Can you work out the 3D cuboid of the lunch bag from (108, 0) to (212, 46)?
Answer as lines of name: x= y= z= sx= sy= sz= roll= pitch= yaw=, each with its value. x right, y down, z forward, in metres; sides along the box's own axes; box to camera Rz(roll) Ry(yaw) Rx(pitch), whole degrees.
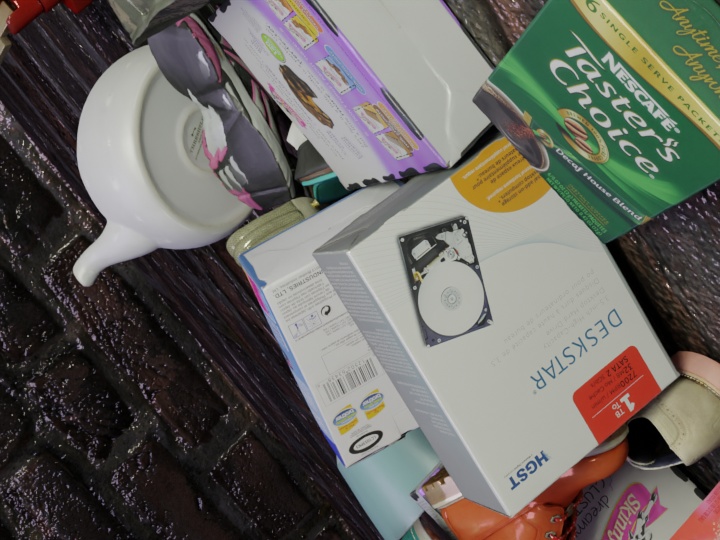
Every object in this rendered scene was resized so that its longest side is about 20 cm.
lunch bag: x=-0.127 y=-0.256 z=0.797 sx=0.165 sy=0.117 sz=0.200 roll=58 pitch=158 yaw=-8

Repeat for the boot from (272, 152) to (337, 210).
boot: x=-0.027 y=-0.027 z=1.220 sx=0.201 sy=0.070 sz=0.147 roll=59 pitch=-176 yaw=-33

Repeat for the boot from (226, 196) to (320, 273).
boot: x=0.000 y=0.000 z=1.072 sx=0.155 sy=0.198 sz=0.073 roll=52 pitch=142 yaw=34

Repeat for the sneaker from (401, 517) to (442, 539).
sneaker: x=0.049 y=0.264 z=1.035 sx=0.071 sy=0.080 sz=0.200 roll=42 pitch=168 yaw=18

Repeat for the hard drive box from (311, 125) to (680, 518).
hard drive box: x=0.089 y=0.028 z=0.816 sx=0.201 sy=0.155 sz=0.077 roll=57 pitch=163 yaw=-12

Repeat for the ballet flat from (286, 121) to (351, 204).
ballet flat: x=-0.032 y=-0.100 z=1.054 sx=0.200 sy=0.067 sz=0.069 roll=147 pitch=100 yaw=-81

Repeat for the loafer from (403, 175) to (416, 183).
loafer: x=0.097 y=-0.011 z=0.936 sx=0.201 sy=0.068 sz=0.076 roll=58 pitch=171 yaw=26

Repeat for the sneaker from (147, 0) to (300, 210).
sneaker: x=-0.098 y=-0.150 z=1.092 sx=0.079 sy=0.087 sz=0.202 roll=0 pitch=127 yaw=37

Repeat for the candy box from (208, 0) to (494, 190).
candy box: x=-0.007 y=-0.146 z=0.850 sx=0.168 sy=0.072 sz=0.200 roll=50 pitch=166 yaw=-12

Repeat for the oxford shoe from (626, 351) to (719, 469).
oxford shoe: x=0.202 y=0.101 z=0.904 sx=0.071 sy=0.074 sz=0.200 roll=44 pitch=168 yaw=-3

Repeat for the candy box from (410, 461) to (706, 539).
candy box: x=0.170 y=0.195 z=1.037 sx=0.200 sy=0.168 sz=0.072 roll=44 pitch=168 yaw=7

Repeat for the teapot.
teapot: x=-0.189 y=-0.114 z=1.157 sx=0.145 sy=0.199 sz=0.200 roll=-4 pitch=109 yaw=42

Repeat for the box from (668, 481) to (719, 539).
box: x=0.256 y=0.261 z=0.925 sx=0.094 sy=0.200 sz=0.103 roll=35 pitch=163 yaw=37

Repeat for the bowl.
bowl: x=0.048 y=0.160 z=1.249 sx=0.105 sy=0.202 sz=0.201 roll=37 pitch=166 yaw=2

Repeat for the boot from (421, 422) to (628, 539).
boot: x=0.137 y=0.167 z=0.911 sx=0.108 sy=0.075 sz=0.200 roll=59 pitch=141 yaw=4

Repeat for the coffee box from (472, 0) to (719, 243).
coffee box: x=0.131 y=-0.088 z=0.647 sx=0.123 sy=0.044 sz=0.200 roll=47 pitch=167 yaw=0

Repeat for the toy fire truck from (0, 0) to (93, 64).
toy fire truck: x=-0.357 y=-0.286 z=1.245 sx=0.176 sy=0.200 sz=0.129 roll=40 pitch=165 yaw=23

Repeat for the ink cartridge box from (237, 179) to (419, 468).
ink cartridge box: x=0.012 y=0.052 z=0.945 sx=0.202 sy=0.135 sz=0.076 roll=66 pitch=172 yaw=-26
